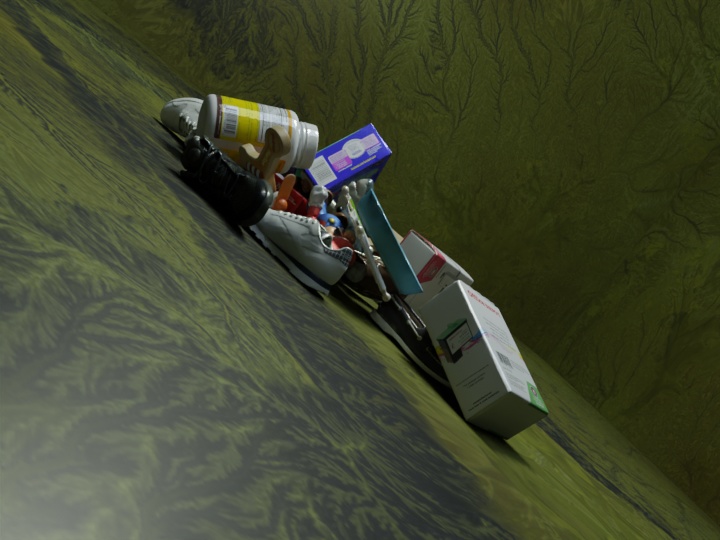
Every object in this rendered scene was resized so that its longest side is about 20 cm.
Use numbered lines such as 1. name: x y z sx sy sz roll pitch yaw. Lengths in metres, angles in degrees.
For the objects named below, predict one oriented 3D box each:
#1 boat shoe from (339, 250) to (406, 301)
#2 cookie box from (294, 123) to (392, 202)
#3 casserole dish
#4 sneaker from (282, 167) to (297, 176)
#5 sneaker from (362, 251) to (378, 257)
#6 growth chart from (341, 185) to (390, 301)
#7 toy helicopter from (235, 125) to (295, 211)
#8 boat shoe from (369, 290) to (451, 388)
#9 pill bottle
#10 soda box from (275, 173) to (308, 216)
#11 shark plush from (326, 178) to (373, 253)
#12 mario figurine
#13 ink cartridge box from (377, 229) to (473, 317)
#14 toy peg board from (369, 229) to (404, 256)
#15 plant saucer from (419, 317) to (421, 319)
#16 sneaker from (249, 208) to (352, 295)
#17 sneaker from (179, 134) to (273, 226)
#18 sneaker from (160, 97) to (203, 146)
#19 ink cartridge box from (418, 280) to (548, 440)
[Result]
1. boat shoe: -0.003 0.006 1.585 0.200 0.076 0.075 25 12 -12
2. cookie box: -0.049 -0.172 1.758 0.076 0.170 0.200 55 -22 8
3. casserole dish: 0.044 -0.039 1.475 0.201 0.038 0.122 59 6 -43
4. sneaker: -0.165 -0.192 1.788 0.200 0.086 0.076 131 -54 -72
5. sneaker: 0.014 -0.012 1.792 0.111 0.073 0.200 38 4 11
6. growth chart: 0.008 -0.040 1.486 0.201 0.017 0.146 -108 175 -66
7. toy helicopter: -0.148 -0.150 1.449 0.133 0.078 0.200 58 -33 13
8. boat shoe: 0.097 0.108 1.453 0.200 0.061 0.074 44 6 35
9. pill bottle: -0.176 -0.228 1.578 0.197 0.111 0.109 9 17 -21
10. soda box: -0.168 -0.149 1.699 0.200 0.070 0.063 43 4 30
11. shark plush: -0.003 -0.057 1.639 0.091 0.082 0.204 -157 -125 -70
12. mario figurine: -0.036 -0.060 1.476 0.122 0.107 0.201 19 27 -15
13. ink cartridge box: 0.118 0.026 1.793 0.083 0.147 0.199 43 7 31
14. toy peg board: -0.023 -0.074 2.069 0.200 0.099 0.198 41 22 27
15. plant saucer: 0.128 0.133 1.604 0.199 0.035 0.200 38 6 -4
16. sneaker: -0.094 -0.049 1.363 0.199 0.081 0.076 40 8 26
17. sneaker: -0.201 -0.131 1.348 0.114 0.077 0.199 33 5 -36
18. sneaker: -0.299 -0.257 1.674 0.197 0.075 0.115 18 26 18
19. ink cartridge box: 0.183 0.134 1.388 0.144 0.083 0.202 32 30 -51
